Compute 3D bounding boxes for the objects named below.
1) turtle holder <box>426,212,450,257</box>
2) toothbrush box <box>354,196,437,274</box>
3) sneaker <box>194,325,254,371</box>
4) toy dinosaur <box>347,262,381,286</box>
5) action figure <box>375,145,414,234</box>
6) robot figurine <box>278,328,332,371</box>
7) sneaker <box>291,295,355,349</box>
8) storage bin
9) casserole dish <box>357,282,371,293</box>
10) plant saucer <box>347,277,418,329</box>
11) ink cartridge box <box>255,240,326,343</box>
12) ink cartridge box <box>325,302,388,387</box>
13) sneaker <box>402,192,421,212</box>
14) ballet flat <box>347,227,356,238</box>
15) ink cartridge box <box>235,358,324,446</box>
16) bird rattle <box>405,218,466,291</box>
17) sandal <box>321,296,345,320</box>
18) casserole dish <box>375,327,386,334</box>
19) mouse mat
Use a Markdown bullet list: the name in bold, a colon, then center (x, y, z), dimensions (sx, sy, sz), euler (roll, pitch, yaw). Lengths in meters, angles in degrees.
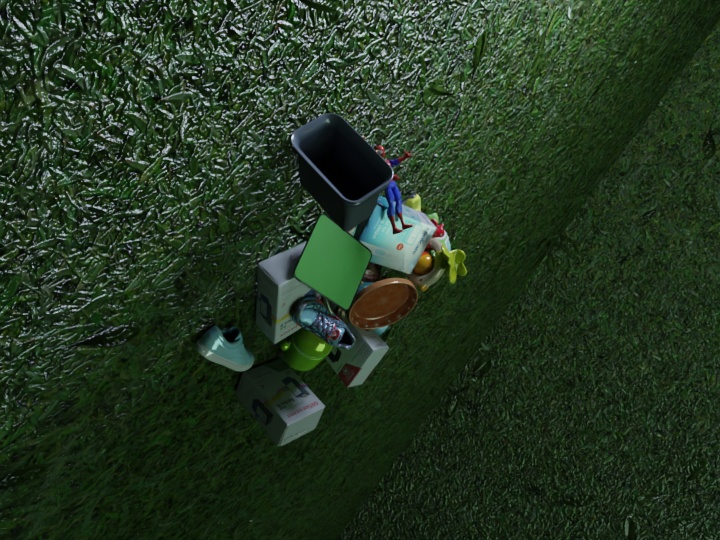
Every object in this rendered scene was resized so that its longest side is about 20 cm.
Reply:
- **turtle holder**: center (0.205, -0.078, 1.661), dimensions (0.132, 0.139, 0.187), euler (-51, 120, -34)
- **toothbrush box**: center (0.071, -0.093, 1.380), dimensions (0.197, 0.086, 0.148), euler (17, 115, -33)
- **sneaker**: center (-0.294, 0.178, 1.269), dimensions (0.082, 0.074, 0.200), euler (-46, 154, 3)
- **toy dinosaur**: center (0.000, 0.000, 1.396), dimensions (0.196, 0.135, 0.088), euler (4, 114, -33)
- **action figure**: center (0.088, -0.195, 1.251), dimensions (0.098, 0.204, 0.065), euler (-13, -170, 46)
- **robot figurine**: center (-0.139, 0.193, 1.443), dimensions (0.172, 0.118, 0.200), euler (2, 152, -25)
- **sneaker**: center (-0.078, 0.128, 1.289), dimensions (0.199, 0.095, 0.080), euler (36, 85, -46)
- **storage bin**: center (-0.037, -0.188, 1.078), dimensions (0.144, 0.200, 0.135), euler (-35, 162, -24)
- **casserole dish**: center (0.003, 0.073, 1.560), dimensions (0.038, 0.124, 0.199), euler (-16, 162, 19)
- **plant saucer**: center (0.058, 0.086, 1.452), dimensions (0.196, 0.033, 0.202), euler (-15, 144, -11)
- **ink cartridge box**: center (-0.168, 0.054, 1.287), dimensions (0.144, 0.087, 0.203), euler (-28, 147, -36)
- **ink cartridge box**: center (-0.038, 0.204, 1.546), dimensions (0.082, 0.200, 0.147), euler (3, 127, -54)
- **sneaker**: center (0.151, -0.130, 1.532), dimensions (0.077, 0.090, 0.202), euler (-33, 148, -25)
- **ballet flat**: center (-0.028, -0.136, 1.297), dimensions (0.063, 0.076, 0.203), euler (22, 105, -29)
- **ink cartridge box**: center (-0.214, 0.347, 1.450), dimensions (0.144, 0.200, 0.089), euler (-12, 137, -49)
- **bird rattle**: center (0.177, -0.042, 1.435), dimensions (0.163, 0.201, 0.112), euler (-46, 147, 13)
- **sandal**: center (-0.059, 0.111, 1.453), dimensions (0.056, 0.080, 0.204), euler (-25, 106, -1)
- **casserole dish**: center (0.064, 0.108, 1.670), dimensions (0.201, 0.121, 0.039), euler (-52, 131, 4)
- **mouse mat**: center (-0.059, -0.016, 1.256), dimensions (0.199, 0.007, 0.164), euler (36, 72, -40)
